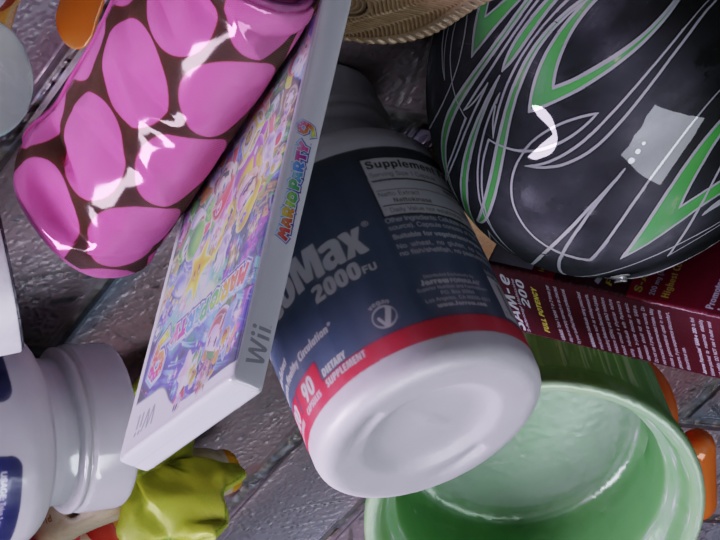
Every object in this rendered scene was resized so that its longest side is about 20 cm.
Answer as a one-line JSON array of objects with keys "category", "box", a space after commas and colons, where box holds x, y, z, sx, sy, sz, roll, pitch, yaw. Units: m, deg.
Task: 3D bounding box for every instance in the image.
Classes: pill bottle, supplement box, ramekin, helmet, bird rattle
[{"category": "pill bottle", "box": [0.000, 0.000, 1.114, 0.119, 0.201, 0.120, -17, 147, -12]}, {"category": "supplement box", "box": [0.178, -0.008, 1.149, 0.198, 0.109, 0.061, 12, 148, 27]}, {"category": "pill bottle", "box": [-0.223, 0.091, 1.165, 0.198, 0.120, 0.120, -4, 142, -27]}, {"category": "ramekin", "box": [0.098, 0.116, 1.319, 0.198, 0.098, 0.201, -2, 125, -3]}, {"category": "helmet", "box": [0.125, -0.096, 1.076, 0.190, 0.200, 0.201, -30, 151, -20]}, {"category": "bird rattle", "box": [-0.152, 0.146, 1.324, 0.199, 0.113, 0.163, -33, 164, 17]}]

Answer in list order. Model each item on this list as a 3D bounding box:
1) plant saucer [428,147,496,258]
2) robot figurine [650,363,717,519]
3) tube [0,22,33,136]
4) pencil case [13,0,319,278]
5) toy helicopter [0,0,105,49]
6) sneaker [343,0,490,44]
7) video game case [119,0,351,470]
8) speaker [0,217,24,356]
[{"category": "plant saucer", "box": [0.048, -0.016, 1.279, 0.199, 0.036, 0.201, -18, 147, -12]}, {"category": "robot figurine", "box": [0.155, 0.125, 1.477, 0.143, 0.117, 0.201, -21, 148, -8]}, {"category": "tube", "box": [-0.208, -0.065, 0.946, 0.077, 0.051, 0.199, 12, 166, -35]}, {"category": "pencil case", "box": [-0.096, -0.089, 1.033, 0.093, 0.091, 0.200, 34, 127, -4]}, {"category": "toy helicopter", "box": [-0.157, -0.126, 0.970, 0.131, 0.079, 0.200, -21, 159, -24]}, {"category": "sneaker", "box": [0.037, -0.176, 1.016, 0.070, 0.109, 0.199, 28, 155, -32]}, {"category": "video game case", "box": [-0.058, -0.019, 1.027, 0.018, 0.202, 0.143, 21, 154, -19]}, {"category": "speaker", "box": [-0.266, 0.019, 1.062, 0.198, 0.082, 0.082, -11, 146, -12]}]
